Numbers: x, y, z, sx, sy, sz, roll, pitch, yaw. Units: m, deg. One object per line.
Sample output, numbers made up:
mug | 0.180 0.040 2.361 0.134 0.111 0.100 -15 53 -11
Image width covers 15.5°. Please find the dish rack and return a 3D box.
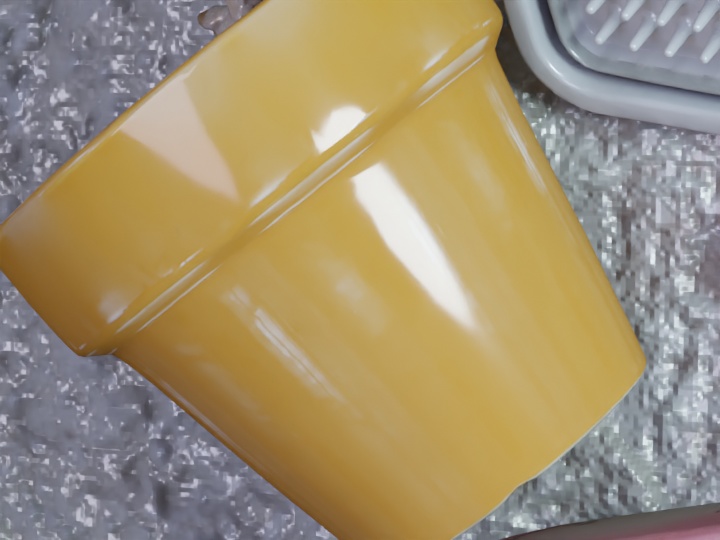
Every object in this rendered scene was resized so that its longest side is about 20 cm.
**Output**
dish rack | 0.134 -0.119 0.905 0.200 0.044 0.172 12 140 32

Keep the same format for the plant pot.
plant pot | 0.000 0.000 0.954 0.200 0.200 0.183 -39 92 22

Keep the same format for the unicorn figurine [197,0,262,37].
unicorn figurine | -0.030 -0.172 1.000 0.137 0.074 0.200 -43 48 13

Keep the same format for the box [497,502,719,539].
box | 0.143 0.134 0.912 0.200 0.128 0.109 -11 87 25
